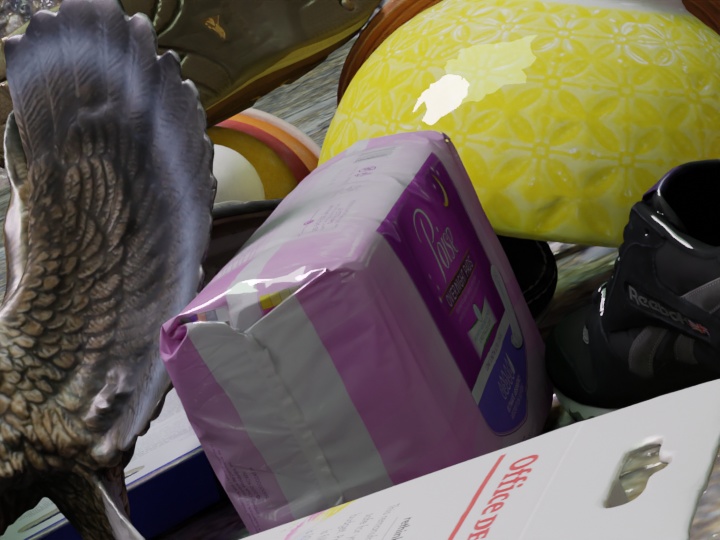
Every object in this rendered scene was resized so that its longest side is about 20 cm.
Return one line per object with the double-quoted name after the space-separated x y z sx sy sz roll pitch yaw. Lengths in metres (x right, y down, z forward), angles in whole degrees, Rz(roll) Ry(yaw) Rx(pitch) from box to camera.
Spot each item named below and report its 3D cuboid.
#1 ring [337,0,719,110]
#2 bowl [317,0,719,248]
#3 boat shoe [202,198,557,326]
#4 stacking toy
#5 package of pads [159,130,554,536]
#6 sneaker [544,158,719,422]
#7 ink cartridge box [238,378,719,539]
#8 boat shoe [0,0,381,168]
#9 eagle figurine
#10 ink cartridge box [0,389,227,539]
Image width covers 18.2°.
0.089 -0.084 1.031 0.200 0.200 0.019 -21 50 20 "ring"
0.085 -0.075 0.922 0.200 0.108 0.200 6 9 -1 "bowl"
0.000 0.000 0.920 0.200 0.074 0.060 -1 -32 -25 "boat shoe"
-0.071 -0.019 1.012 0.146 0.146 0.200 -25 -6 -3 "stacking toy"
0.006 0.032 0.755 0.076 0.121 0.200 -21 11 16 "package of pads"
0.116 0.003 0.738 0.076 0.088 0.200 -29 10 -22 "sneaker"
0.007 0.101 0.543 0.200 0.067 0.117 -21 10 22 "ink cartridge box"
-0.081 -0.087 0.979 0.200 0.072 0.068 -25 -18 -22 "boat shoe"
-0.111 0.021 0.780 0.152 0.151 0.200 11 61 36 "eagle figurine"
-0.130 0.104 0.933 0.200 0.041 0.200 -27 11 -20 "ink cartridge box"
